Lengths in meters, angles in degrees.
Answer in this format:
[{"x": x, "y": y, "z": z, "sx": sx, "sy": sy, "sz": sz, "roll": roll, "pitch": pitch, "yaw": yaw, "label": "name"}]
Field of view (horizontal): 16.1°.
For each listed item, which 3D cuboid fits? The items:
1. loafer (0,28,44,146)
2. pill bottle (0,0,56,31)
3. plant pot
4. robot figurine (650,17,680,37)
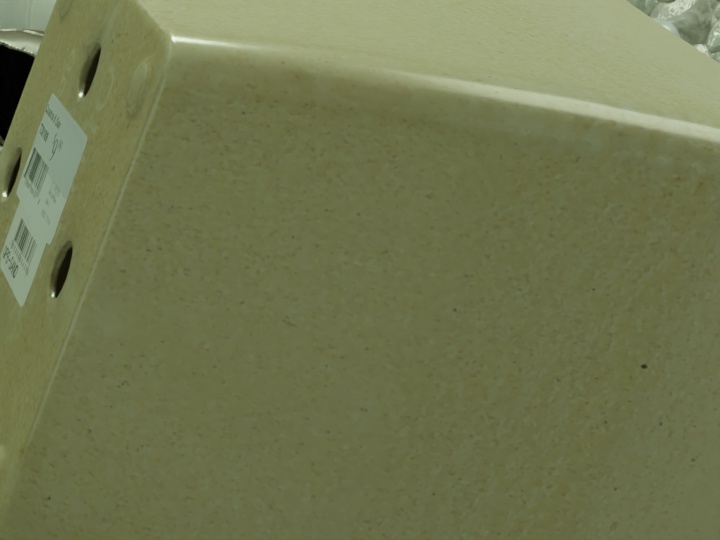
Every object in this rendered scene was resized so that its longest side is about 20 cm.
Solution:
[{"x": -0.107, "y": -0.043, "z": 1.070, "sx": 0.199, "sy": 0.074, "sz": 0.071, "roll": 32, "pitch": 14, "yaw": 39, "label": "loafer"}, {"x": -0.172, "y": -0.155, "z": 1.232, "sx": 0.199, "sy": 0.109, "sz": 0.108, "roll": 32, "pitch": 5, "yaw": 39, "label": "pill bottle"}, {"x": -0.010, "y": 0.012, "z": 0.699, "sx": 0.176, "sy": 0.201, "sz": 0.200, "roll": 17, "pitch": 13, "yaw": -21, "label": "plant pot"}, {"x": 0.101, "y": -0.037, "z": 1.183, "sx": 0.198, "sy": 0.171, "sz": 0.113, "roll": 11, "pitch": -2, "yaw": 17, "label": "robot figurine"}]
